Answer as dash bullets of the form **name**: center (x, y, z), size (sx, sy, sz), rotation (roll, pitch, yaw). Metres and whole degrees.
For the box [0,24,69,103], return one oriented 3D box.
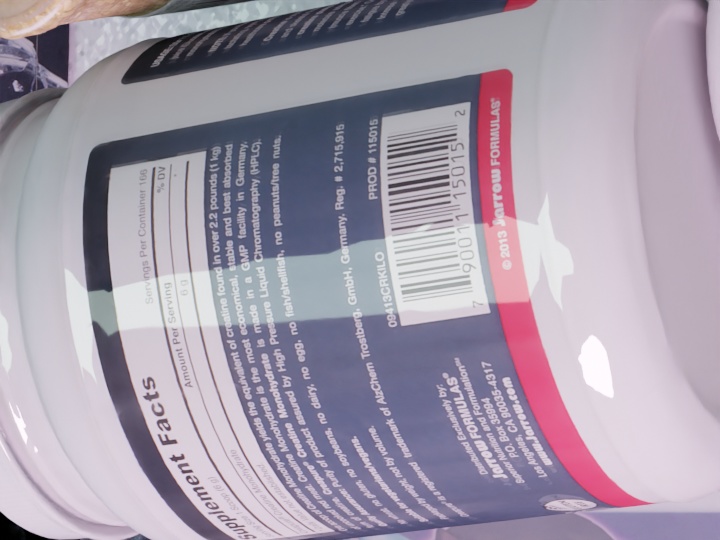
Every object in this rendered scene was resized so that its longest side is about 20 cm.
- **box**: center (-0.192, -0.050, 0.973), size (0.104, 0.182, 0.200), rotation (13, 108, 35)

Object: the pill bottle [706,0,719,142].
- **pill bottle**: center (0.193, -0.059, 0.712), size (0.200, 0.111, 0.111), rotation (-9, 94, 39)

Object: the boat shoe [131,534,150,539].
- **boat shoe**: center (-0.031, 0.160, 0.903), size (0.091, 0.071, 0.200), rotation (-124, 30, -55)

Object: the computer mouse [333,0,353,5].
- **computer mouse**: center (0.039, 0.014, 0.878), size (0.138, 0.053, 0.200), rotation (-37, 87, 32)

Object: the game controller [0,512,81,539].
- **game controller**: center (-0.108, 0.137, 1.015), size (0.200, 0.042, 0.104), rotation (33, 118, 45)

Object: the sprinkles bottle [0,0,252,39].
- **sprinkles bottle**: center (-0.033, -0.108, 0.822), size (0.068, 0.200, 0.068), rotation (9, 105, 36)

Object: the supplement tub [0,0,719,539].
- **supplement tub**: center (0.000, 0.000, 0.779), size (0.200, 0.140, 0.140), rotation (-9, 95, 26)

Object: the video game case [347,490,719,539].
- **video game case**: center (0.081, 0.129, 0.852), size (0.182, 0.023, 0.200), rotation (-2, 114, 30)
